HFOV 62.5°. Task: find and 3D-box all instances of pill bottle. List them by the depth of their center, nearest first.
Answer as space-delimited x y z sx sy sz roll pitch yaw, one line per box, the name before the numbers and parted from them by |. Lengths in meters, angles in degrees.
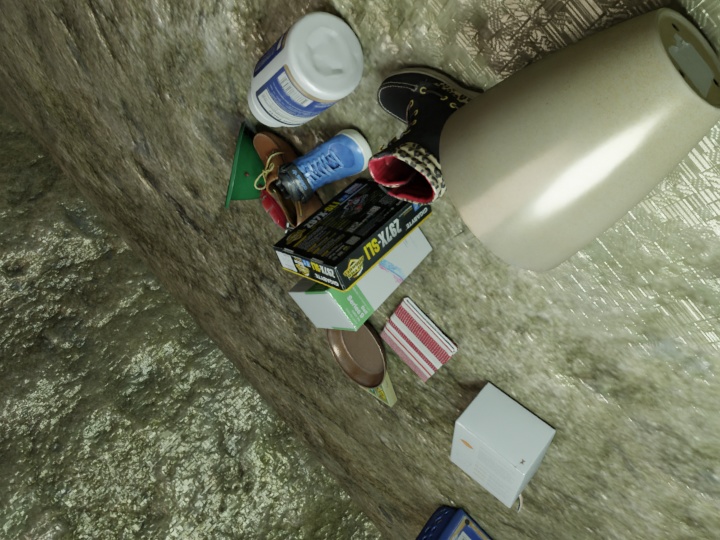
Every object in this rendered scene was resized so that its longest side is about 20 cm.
pill bottle | -0.088 -0.268 0.833 0.111 0.111 0.199 55 154 -16

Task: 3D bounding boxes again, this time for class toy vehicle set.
toy vehicle set | 0.020 0.251 1.507 0.124 0.026 0.201 25 146 41

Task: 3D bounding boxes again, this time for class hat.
hat | -0.169 -0.179 1.178 0.174 0.167 0.200 12 147 -14

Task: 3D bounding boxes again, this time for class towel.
towel | 0.115 0.142 1.207 0.144 0.023 0.200 45 153 11

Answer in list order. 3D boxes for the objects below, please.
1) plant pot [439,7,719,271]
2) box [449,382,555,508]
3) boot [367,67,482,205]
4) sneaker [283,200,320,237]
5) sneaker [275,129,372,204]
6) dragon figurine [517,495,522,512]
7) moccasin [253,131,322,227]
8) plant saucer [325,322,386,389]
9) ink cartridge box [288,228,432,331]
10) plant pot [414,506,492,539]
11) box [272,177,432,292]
plant pot | 0.204 -0.123 0.526 0.188 0.187 0.200 50 141 -5
box | 0.266 0.338 1.139 0.152 0.106 0.201 35 152 26
boot | 0.064 -0.160 0.696 0.199 0.150 0.074 32 151 30
sneaker | -0.115 -0.086 1.171 0.077 0.082 0.202 23 142 43
sneaker | -0.068 -0.160 0.957 0.199 0.111 0.077 1 129 57
dragon figurine | 0.286 0.424 1.287 0.201 0.059 0.099 56 154 -15
moccasin | -0.144 -0.164 1.076 0.074 0.077 0.203 -35 78 49
plant saucer | -0.003 0.180 1.389 0.199 0.036 0.202 29 132 37
ink cartridge box | 0.000 0.000 0.975 0.088 0.200 0.145 52 154 -18
plant pot | 0.279 0.821 1.722 0.200 0.200 0.180 44 148 6
box | -0.012 -0.062 0.903 0.159 0.200 0.050 16 140 47
